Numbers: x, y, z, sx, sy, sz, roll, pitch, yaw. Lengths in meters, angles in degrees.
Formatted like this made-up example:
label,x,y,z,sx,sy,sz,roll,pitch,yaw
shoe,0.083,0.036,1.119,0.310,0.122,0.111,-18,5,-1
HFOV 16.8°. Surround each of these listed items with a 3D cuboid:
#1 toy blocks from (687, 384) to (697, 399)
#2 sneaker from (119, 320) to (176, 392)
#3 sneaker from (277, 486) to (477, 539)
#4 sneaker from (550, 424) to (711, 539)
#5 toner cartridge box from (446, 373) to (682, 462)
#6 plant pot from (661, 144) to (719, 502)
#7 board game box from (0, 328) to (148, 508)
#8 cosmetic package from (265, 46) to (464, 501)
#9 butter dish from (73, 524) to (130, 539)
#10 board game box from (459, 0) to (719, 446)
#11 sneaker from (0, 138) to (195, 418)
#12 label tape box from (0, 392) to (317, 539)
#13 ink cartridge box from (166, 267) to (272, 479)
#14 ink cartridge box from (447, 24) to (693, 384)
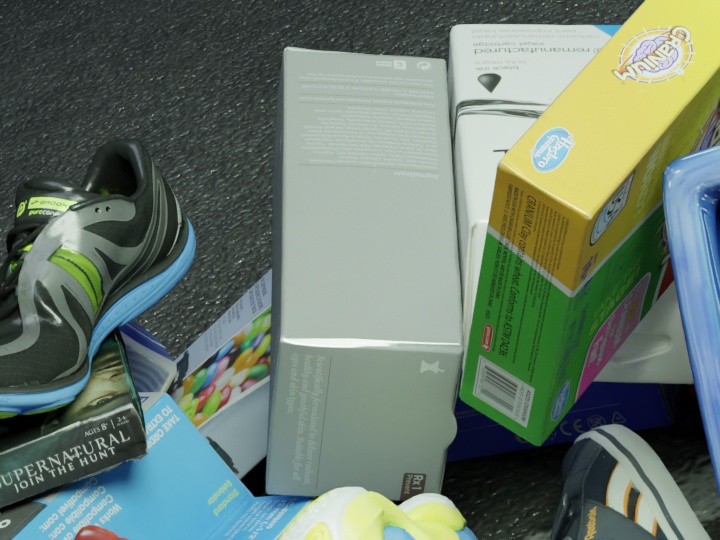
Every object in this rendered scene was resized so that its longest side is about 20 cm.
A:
label,x,y,z,sx,sy,sz,roll,pitch,yaw
toy blocks,0.227,0.002,1.173,0.137,0.100,0.200,-24,30,27
sneaker,-0.187,0.092,1.270,0.199,0.081,0.115,-49,15,7
sneaker,0.030,0.148,1.009,0.076,0.105,0.200,-50,-20,7
sneaker,0.105,0.130,1.005,0.079,0.078,0.200,-18,25,-7
toner cartridge box,0.065,0.052,1.241,0.200,0.043,0.095,-12,28,21
plant pot,0.248,0.033,0.922,0.200,0.200,0.180,-11,-1,26
board game box,-0.197,0.081,1.100,0.200,0.028,0.135,-21,21,-4
cosmetic package,0.000,0.000,1.122,0.090,0.107,0.200,5,42,-2
butter dish,-0.013,0.196,0.880,0.148,0.200,0.199,-9,16,-31
board game box,0.116,-0.047,0.958,0.040,0.153,0.200,32,58,18
sneaker,-0.141,0.005,1.082,0.071,0.083,0.200,-5,27,29
label tape box,-0.142,0.115,1.097,0.200,0.066,0.143,-4,27,38
ink cartridge box,-0.057,0.055,1.247,0.200,0.042,0.119,-41,19,7
ink cartridge box,0.115,-0.036,1.136,0.146,0.084,0.200,1,30,-2
